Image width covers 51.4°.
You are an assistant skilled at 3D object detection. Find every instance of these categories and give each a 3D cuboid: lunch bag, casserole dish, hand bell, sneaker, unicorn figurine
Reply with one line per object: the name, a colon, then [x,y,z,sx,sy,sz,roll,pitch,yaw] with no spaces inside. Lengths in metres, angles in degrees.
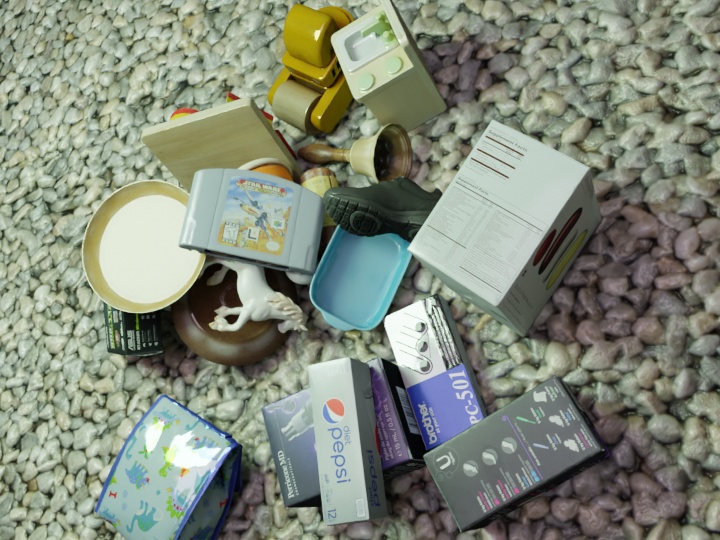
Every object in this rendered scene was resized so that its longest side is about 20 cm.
lunch bag: [-0.277,0.312,1.126,0.169,0.127,0.202,24,94,28]
casserole dish: [0.000,0.000,1.116,0.120,0.039,0.201,27,70,-4]
hand bell: [-0.026,-0.186,1.205,0.199,0.104,0.105,10,78,37]
sneaker: [0.039,-0.097,1.104,0.076,0.198,0.092,134,143,-55]
unicorn figurine: [-0.162,0.036,1.114,0.136,0.074,0.202,-18,99,7]

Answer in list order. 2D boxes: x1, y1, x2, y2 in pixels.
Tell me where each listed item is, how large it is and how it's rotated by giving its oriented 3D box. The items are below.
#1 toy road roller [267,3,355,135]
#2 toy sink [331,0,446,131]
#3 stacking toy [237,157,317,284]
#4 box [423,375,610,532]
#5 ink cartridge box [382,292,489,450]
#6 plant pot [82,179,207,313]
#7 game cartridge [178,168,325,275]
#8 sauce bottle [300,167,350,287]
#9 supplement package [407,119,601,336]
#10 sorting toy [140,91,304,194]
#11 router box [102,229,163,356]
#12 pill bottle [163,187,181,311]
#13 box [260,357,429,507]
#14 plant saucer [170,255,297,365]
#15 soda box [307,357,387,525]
toy road roller: [-0.079,-0.341,1.229,0.122,0.146,0.201,29,87,28]
toy sink: [0.035,-0.314,1.142,0.111,0.200,0.131,-27,66,13]
stacking toy: [-0.125,-0.062,1.159,0.146,0.146,0.200,-41,66,7]
box: [0.199,0.233,0.946,0.199,0.122,0.107,-34,64,10]
ink cartridge box: [0.108,0.142,1.057,0.093,0.044,0.202,-25,66,16]
plant pot: [-0.317,-0.035,1.114,0.198,0.027,0.202,-2,78,11]
game cartridge: [-0.153,-0.076,1.090,0.198,0.042,0.135,11,77,-9]
sauce bottle: [-0.053,-0.062,1.178,0.065,0.066,0.202,-17,66,18]
supplement package: [0.198,-0.049,0.994,0.147,0.191,0.201,34,89,27]
sorting toy: [-0.215,-0.201,1.224,0.198,0.199,0.070,-11,54,20]
router box: [-0.377,0.036,1.220,0.149,0.062,0.202,-7,87,61]
pill bottle: [-0.310,-0.040,1.260,0.104,0.104,0.201,-26,66,14]
box: [-0.020,0.232,1.052,0.199,0.104,0.149,-26,66,14]
plant saucer: [-0.195,0.046,1.167,0.198,0.037,0.202,3,75,-10]
soda box: [-0.016,0.217,0.957,0.063,0.068,0.202,-14,70,20]
